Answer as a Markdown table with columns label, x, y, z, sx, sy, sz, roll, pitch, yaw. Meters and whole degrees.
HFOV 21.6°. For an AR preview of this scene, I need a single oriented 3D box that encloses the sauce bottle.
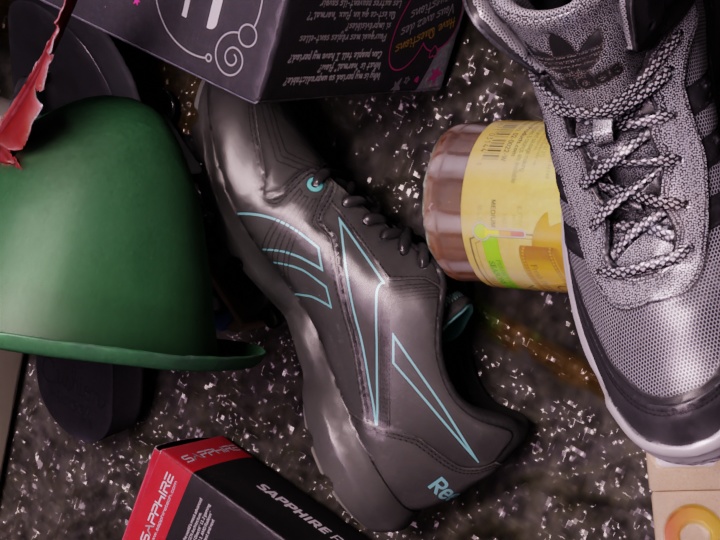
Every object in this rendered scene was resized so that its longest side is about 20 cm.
| label | x | y | z | sx | sy | sz | roll | pitch | yaw |
| --- | --- | --- | --- | --- | --- | --- | --- | --- | --- |
| sauce bottle | 0.118 | -0.020 | 0.673 | 0.199 | 0.065 | 0.065 | 5 | 96 | 34 |

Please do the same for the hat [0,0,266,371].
| label | x | y | z | sx | sy | sz | roll | pitch | yaw |
| --- | --- | --- | --- | --- | --- | --- | --- | --- | --- |
| hat | -0.103 | -0.059 | 0.712 | 0.199 | 0.165 | 0.178 | 7 | 91 | 48 |

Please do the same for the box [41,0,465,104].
| label | x | y | z | sx | sy | sz | roll | pitch | yaw |
| --- | --- | --- | --- | --- | --- | --- | --- | --- | --- |
| box | -0.062 | -0.152 | 0.742 | 0.199 | 0.132 | 0.116 | 28 | 111 | 29 |

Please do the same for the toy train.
| label | x | y | z | sx | sy | sz | roll | pitch | yaw |
| --- | --- | --- | --- | --- | --- | --- | --- | --- | --- |
| toy train | -0.094 | -0.048 | 0.827 | 0.046 | 0.034 | 0.201 | -47 | 69 | 30 |

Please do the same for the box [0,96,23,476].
| label | x | y | z | sx | sy | sz | roll | pitch | yaw |
| --- | --- | --- | --- | --- | --- | --- | --- | --- | --- |
| box | -0.210 | 0.015 | 0.880 | 0.094 | 0.078 | 0.202 | 18 | 103 | 31 |

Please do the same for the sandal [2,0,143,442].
| label | x | y | z | sx | sy | sz | roll | pitch | yaw |
| --- | --- | --- | --- | --- | --- | --- | --- | --- | --- |
| sandal | -0.127 | -0.019 | 0.817 | 0.076 | 0.043 | 0.202 | 12 | 112 | 44 |

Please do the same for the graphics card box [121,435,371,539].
| label | x | y | z | sx | sy | sz | roll | pitch | yaw |
| --- | --- | --- | --- | --- | --- | --- | --- | --- | --- |
| graphics card box | -0.021 | 0.172 | 0.784 | 0.199 | 0.051 | 0.126 | 31 | 108 | 29 |

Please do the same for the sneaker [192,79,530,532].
| label | x | y | z | sx | sy | sz | roll | pitch | yaw |
| --- | --- | --- | --- | --- | --- | --- | --- | --- | --- |
| sneaker | 0.000 | 0.000 | 0.757 | 0.079 | 0.075 | 0.201 | -26 | 88 | 22 |

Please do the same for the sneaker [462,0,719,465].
| label | x | y | z | sx | sy | sz | roll | pitch | yaw |
| --- | --- | --- | --- | --- | --- | --- | --- | --- | --- |
| sneaker | 0.080 | -0.043 | 0.597 | 0.075 | 0.114 | 0.202 | -12 | 72 | 26 |

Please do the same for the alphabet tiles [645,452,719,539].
| label | x | y | z | sx | sy | sz | roll | pitch | yaw |
| --- | --- | --- | --- | --- | --- | --- | --- | --- | --- |
| alphabet tiles | 0.183 | 0.110 | 0.674 | 0.166 | 0.008 | 0.202 | -5 | 91 | 33 |
